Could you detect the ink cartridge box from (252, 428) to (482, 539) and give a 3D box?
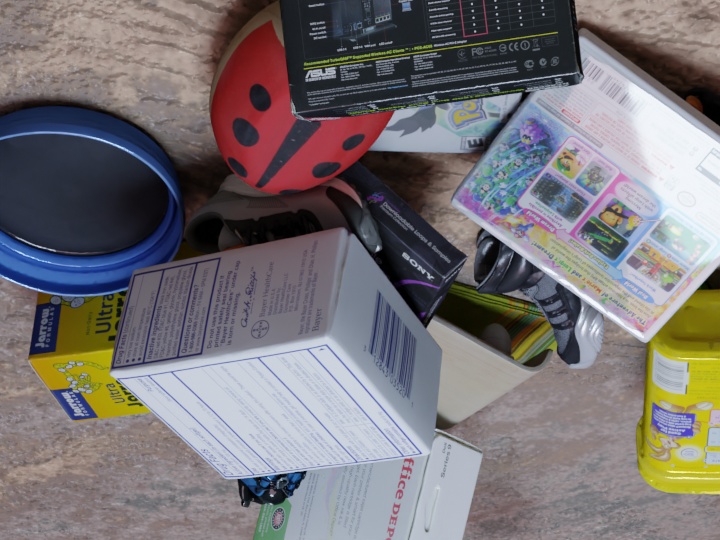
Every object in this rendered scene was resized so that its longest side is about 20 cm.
[{"bbox_3d":[0.006,0.221,1.610,0.199,0.146,0.087,3,164,44],"label":"ink cartridge box"}]

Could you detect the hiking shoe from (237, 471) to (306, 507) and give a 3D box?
[{"bbox_3d":[-0.066,0.177,1.559,0.074,0.087,0.200,7,167,-17],"label":"hiking shoe"}]

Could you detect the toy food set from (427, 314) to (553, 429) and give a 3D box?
[{"bbox_3d":[0.057,0.065,1.526,0.199,0.061,0.143,29,141,-20],"label":"toy food set"}]

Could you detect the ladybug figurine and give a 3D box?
[{"bbox_3d":[-0.043,-0.122,1.230,0.135,0.072,0.200,21,137,-15],"label":"ladybug figurine"}]

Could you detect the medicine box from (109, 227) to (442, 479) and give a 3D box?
[{"bbox_3d":[-0.063,0.072,1.310,0.199,0.104,0.182,-10,142,26],"label":"medicine box"}]

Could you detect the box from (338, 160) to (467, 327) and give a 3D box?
[{"bbox_3d":[0.000,0.000,1.385,0.143,0.036,0.200,41,147,10],"label":"box"}]

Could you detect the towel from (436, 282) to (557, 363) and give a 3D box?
[{"bbox_3d":[0.096,0.047,1.547,0.199,0.018,0.086,16,140,-19],"label":"towel"}]

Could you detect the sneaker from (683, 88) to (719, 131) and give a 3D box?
[{"bbox_3d":[0.237,-0.092,1.325,0.198,0.078,0.113,-3,133,3],"label":"sneaker"}]

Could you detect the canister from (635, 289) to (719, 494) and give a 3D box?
[{"bbox_3d":[0.327,0.110,1.499,0.147,0.087,0.201,-1,138,6],"label":"canister"}]

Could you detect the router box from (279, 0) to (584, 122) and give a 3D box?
[{"bbox_3d":[0.043,-0.189,1.115,0.198,0.151,0.062,-7,178,9],"label":"router box"}]

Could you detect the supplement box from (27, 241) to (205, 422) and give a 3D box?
[{"bbox_3d":[-0.180,0.052,1.479,0.198,0.109,0.110,-9,142,12],"label":"supplement box"}]

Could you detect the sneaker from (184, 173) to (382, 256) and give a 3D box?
[{"bbox_3d":[-0.061,-0.030,1.321,0.199,0.079,0.074,5,125,46],"label":"sneaker"}]

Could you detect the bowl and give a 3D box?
[{"bbox_3d":[-0.244,-0.057,1.382,0.199,0.040,0.201,0,138,0],"label":"bowl"}]

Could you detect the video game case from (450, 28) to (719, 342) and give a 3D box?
[{"bbox_3d":[0.199,-0.062,1.295,0.199,0.024,0.182,35,122,-4],"label":"video game case"}]

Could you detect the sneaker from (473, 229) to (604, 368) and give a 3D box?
[{"bbox_3d":[0.156,0.012,1.455,0.113,0.076,0.201,-1,138,4],"label":"sneaker"}]

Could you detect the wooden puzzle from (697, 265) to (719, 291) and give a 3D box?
[{"bbox_3d":[0.350,0.040,1.511,0.184,0.047,0.200,-20,139,25],"label":"wooden puzzle"}]

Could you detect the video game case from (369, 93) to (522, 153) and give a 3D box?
[{"bbox_3d":[0.036,-0.162,1.262,0.181,0.022,0.201,1,144,-1],"label":"video game case"}]
